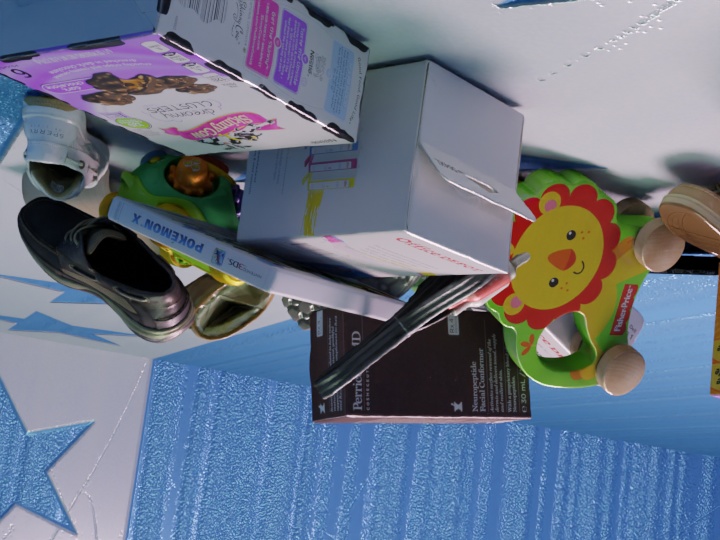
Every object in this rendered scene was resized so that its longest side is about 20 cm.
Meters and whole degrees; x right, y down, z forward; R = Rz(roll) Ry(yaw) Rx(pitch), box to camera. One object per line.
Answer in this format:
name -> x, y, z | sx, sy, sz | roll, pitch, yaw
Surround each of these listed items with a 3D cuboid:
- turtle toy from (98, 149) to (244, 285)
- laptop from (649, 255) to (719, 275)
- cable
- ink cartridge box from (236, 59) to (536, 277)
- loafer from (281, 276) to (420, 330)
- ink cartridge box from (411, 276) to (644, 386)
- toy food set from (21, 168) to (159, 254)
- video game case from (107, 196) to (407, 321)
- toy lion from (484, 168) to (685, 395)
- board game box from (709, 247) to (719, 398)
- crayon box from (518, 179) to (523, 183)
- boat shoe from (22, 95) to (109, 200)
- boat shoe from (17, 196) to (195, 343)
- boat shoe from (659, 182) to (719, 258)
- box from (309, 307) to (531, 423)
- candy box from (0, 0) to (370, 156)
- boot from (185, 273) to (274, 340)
turtle toy -> -0.144, -0.049, 1.261 | 0.199, 0.102, 0.145 | 32, 171, -36
laptop -> 0.358, 0.042, 1.294 | 0.198, 0.105, 0.176 | 2, -176, 31
cable -> 0.053, 0.042, 1.057 | 0.050, 0.200, 0.097 | 48, 171, -8
ink cartridge box -> 0.025, -0.070, 1.004 | 0.198, 0.127, 0.128 | -2, 166, 41
loafer -> 0.000, 0.000, 1.239 | 0.199, 0.070, 0.070 | -21, 106, 51
ink cartridge box -> 0.165, 0.033, 1.349 | 0.146, 0.085, 0.199 | 42, 164, -26
toy food set -> -0.250, -0.064, 1.445 | 0.142, 0.061, 0.199 | -1, 158, 39
video game case -> -0.078, -0.006, 1.087 | 0.181, 0.022, 0.199 | 23, -177, 34
toy lion -> 0.179, 0.010, 1.178 | 0.189, 0.203, 0.069 | 1, -155, -25
board game box -> 0.393, 0.005, 0.944 | 0.198, 0.203, 0.199 | 16, 167, -34
crayon box -> 0.093, -0.057, 1.226 | 0.125, 0.052, 0.199 | -2, 166, 41
boat shoe -> -0.276, -0.098, 1.219 | 0.070, 0.070, 0.200 | 7, 169, 1
boat shoe -> -0.227, -0.017, 1.195 | 0.199, 0.075, 0.074 | 31, 145, 18
boat shoe -> 0.326, -0.042, 1.152 | 0.073, 0.063, 0.199 | 22, 179, 45
box -> 0.056, 0.086, 1.212 | 0.197, 0.102, 0.075 | 3, 169, -27
candy box -> -0.118, -0.142, 0.880 | 0.166, 0.073, 0.199 | -1, 166, 37
boot -> -0.116, 0.013, 1.407 | 0.066, 0.175, 0.200 | 53, 168, -9
